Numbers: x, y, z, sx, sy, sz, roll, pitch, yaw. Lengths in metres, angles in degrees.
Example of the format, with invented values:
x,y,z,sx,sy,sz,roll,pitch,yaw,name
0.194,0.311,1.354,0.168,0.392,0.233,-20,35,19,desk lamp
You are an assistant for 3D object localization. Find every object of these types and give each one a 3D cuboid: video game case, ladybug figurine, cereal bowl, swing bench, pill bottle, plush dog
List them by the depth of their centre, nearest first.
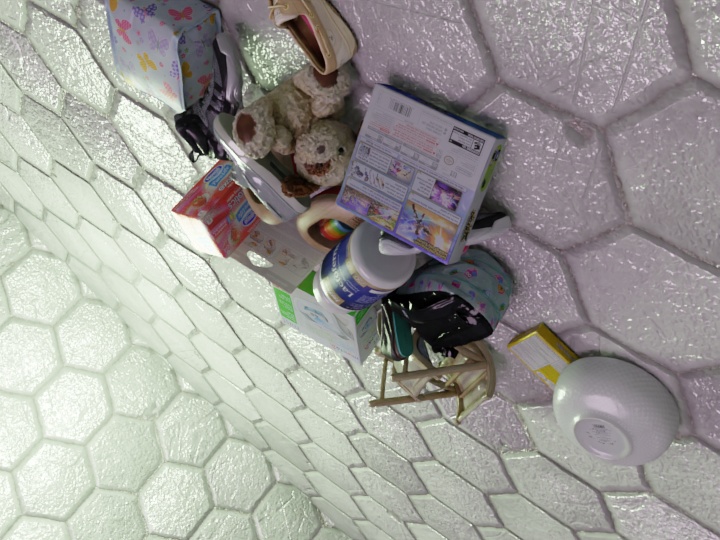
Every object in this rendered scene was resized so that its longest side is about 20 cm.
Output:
x,y,z,sx,sy,sz,roll,pitch,yaw,name
0.079,-0.135,1.199,0.198,0.045,0.184,30,111,24,video game case
-0.074,-0.206,1.315,0.173,0.198,0.161,56,-175,-10,plush dog
0.392,0.237,1.369,0.198,0.084,0.202,23,140,21,cereal bowl
0.000,0.000,1.426,0.116,0.116,0.200,43,149,-5,pill bottle
-0.152,-0.177,1.469,0.135,0.071,0.203,-31,75,48,ladybug figurine
-0.032,-0.091,1.489,0.135,0.073,0.199,32,152,-23,ladybug figurine
0.134,0.190,1.631,0.196,0.132,0.199,12,154,-8,swing bench

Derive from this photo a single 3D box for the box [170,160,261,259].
x,y,z,sx,sy,sz,roll,pitch,yaw,name
-0.230,-0.131,1.575,0.094,0.201,0.103,14,145,40,box

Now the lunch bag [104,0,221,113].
x,y,z,sx,sy,sz,roll,pitch,yaw,name
-0.317,-0.359,1.435,0.168,0.127,0.202,31,141,20,lunch bag

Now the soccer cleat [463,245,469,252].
x,y,z,sx,sy,sz,roll,pitch,yaw,name
0.089,-0.094,1.358,0.199,0.070,0.086,39,173,7,soccer cleat

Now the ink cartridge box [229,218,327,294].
x,y,z,sx,sy,sz,roll,pitch,yaw,name
-0.146,-0.051,1.610,0.198,0.177,0.045,29,153,23,ink cartridge box

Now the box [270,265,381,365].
x,y,z,sx,sy,sz,roll,pitch,yaw,name
-0.061,0.060,1.660,0.198,0.097,0.178,26,150,22,box

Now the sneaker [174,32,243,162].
x,y,z,sx,sy,sz,roll,pitch,yaw,name
-0.239,-0.265,1.367,0.076,0.112,0.204,-105,10,-69,sneaker

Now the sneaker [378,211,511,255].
x,y,z,sx,sy,sz,roll,pitch,yaw,name
0.117,-0.090,1.268,0.075,0.196,0.116,2,-101,-81,sneaker

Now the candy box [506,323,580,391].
x,y,z,sx,sy,sz,roll,pitch,yaw,name
0.343,0.175,1.449,0.200,0.026,0.102,43,150,-3,candy box

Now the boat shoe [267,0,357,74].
x,y,z,sx,sy,sz,roll,pitch,yaw,name
-0.089,-0.355,1.181,0.200,0.069,0.073,48,154,-12,boat shoe

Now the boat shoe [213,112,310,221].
x,y,z,sx,sy,sz,roll,pitch,yaw,name
-0.165,-0.152,1.347,0.071,0.070,0.201,-33,113,27,boat shoe

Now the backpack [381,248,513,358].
x,y,z,sx,sy,sz,roll,pitch,yaw,name
0.151,0.047,1.408,0.166,0.128,0.199,37,156,-18,backpack

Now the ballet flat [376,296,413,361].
x,y,z,sx,sy,sz,roll,pitch,yaw,name
0.051,0.055,1.508,0.067,0.204,0.068,5,173,-43,ballet flat
